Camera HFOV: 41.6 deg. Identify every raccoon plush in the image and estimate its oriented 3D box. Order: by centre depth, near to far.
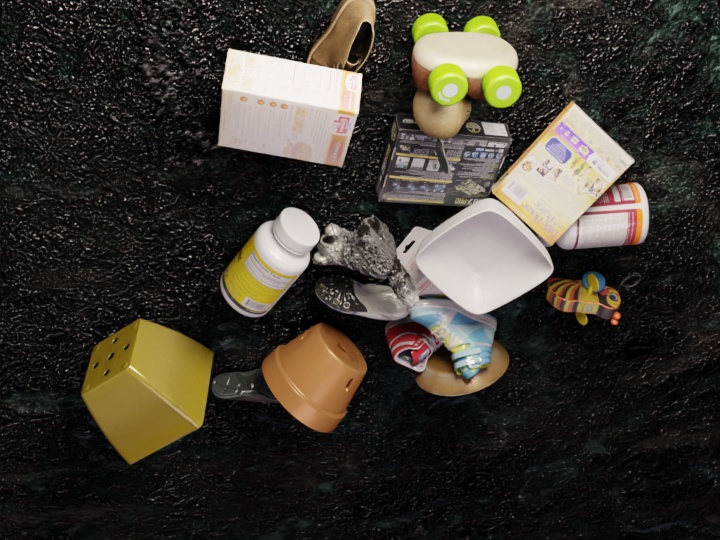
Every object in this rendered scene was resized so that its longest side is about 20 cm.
[{"bbox_3d":[0.000,0.000,1.690,0.133,0.203,0.096,-29,169,24],"label":"raccoon plush"}]

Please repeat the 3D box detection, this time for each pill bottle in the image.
[{"bbox_3d":[-0.157,-0.017,1.681,0.110,0.113,0.200,20,132,-30],"label":"pill bottle"},{"bbox_3d":[0.404,-0.095,1.695,0.196,0.111,0.111,-4,140,-1],"label":"pill bottle"}]

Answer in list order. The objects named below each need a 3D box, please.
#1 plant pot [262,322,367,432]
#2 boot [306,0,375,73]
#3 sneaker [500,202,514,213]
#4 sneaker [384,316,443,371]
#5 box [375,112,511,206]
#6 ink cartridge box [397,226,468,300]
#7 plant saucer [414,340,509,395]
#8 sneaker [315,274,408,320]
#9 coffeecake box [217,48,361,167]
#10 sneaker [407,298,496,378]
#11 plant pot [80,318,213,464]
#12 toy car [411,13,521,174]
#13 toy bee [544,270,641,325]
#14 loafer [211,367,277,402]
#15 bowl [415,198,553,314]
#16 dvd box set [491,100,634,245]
[{"bbox_3d":[-0.080,0.201,1.902,0.199,0.201,0.140,32,108,-38],"label":"plant pot"},{"bbox_3d":[-0.031,-0.308,1.399,0.072,0.076,0.201,7,139,-23],"label":"boot"},{"bbox_3d":[0.264,-0.045,1.762,0.087,0.075,0.202,-19,129,11],"label":"sneaker"},{"bbox_3d":[0.151,0.136,1.909,0.196,0.113,0.072,-14,128,5],"label":"sneaker"},{"bbox_3d":[0.137,-0.181,1.596,0.196,0.050,0.163,2,136,-13],"label":"box"},{"bbox_3d":[0.161,-0.001,1.792,0.197,0.068,0.117,16,135,-26],"label":"ink cartridge box"},{"bbox_3d":[0.202,0.179,1.926,0.196,0.201,0.036,-13,117,5],"label":"plant saucer"},{"bbox_3d":[0.004,0.057,1.834,0.196,0.073,0.072,13,166,-13],"label":"sneaker"},{"bbox_3d":[-0.108,-0.238,1.413,0.196,0.074,0.154,9,154,-7],"label":"coffeecake box"},{"bbox_3d":[0.176,0.133,1.811,0.197,0.133,0.079,15,156,-23],"label":"sneaker"},{"bbox_3d":[-0.426,0.217,1.850,0.198,0.202,0.177,-28,126,21],"label":"plant pot"},{"bbox_3d":[0.141,-0.250,1.414,0.155,0.166,0.202,0,134,-10],"label":"toy car"},{"bbox_3d":[0.473,0.055,1.886,0.197,0.110,0.132,-18,137,10],"label":"toy bee"},{"bbox_3d":[-0.216,0.248,2.021,0.196,0.073,0.063,1,159,-1],"label":"loafer"},{"bbox_3d":[0.214,-0.034,1.662,0.199,0.075,0.199,-33,122,32],"label":"bowl"},{"bbox_3d":[0.339,-0.161,1.594,0.146,0.029,0.200,38,110,-11],"label":"dvd box set"}]
